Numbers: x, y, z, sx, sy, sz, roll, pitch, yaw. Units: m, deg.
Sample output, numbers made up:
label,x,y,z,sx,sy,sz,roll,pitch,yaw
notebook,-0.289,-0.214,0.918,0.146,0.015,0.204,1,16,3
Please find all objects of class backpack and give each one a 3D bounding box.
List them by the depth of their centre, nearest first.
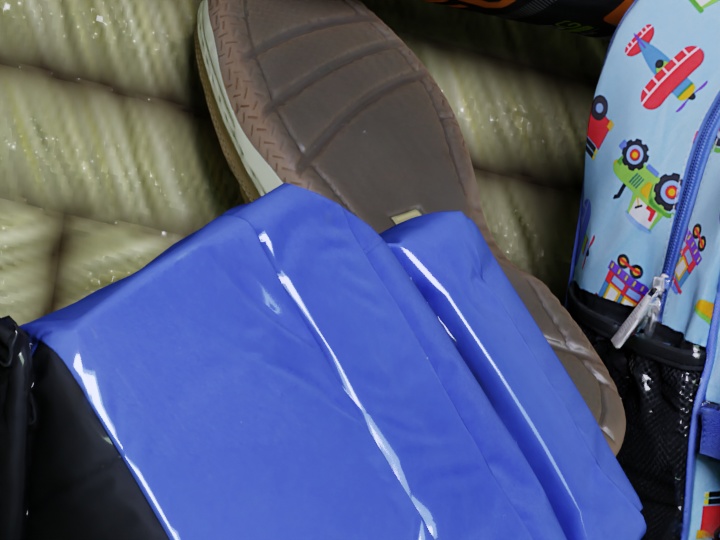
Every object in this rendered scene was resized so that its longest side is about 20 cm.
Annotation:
label,x,y,z,sx,sy,sz,roll,pitch,yaw
backpack,-0.037,0.083,0.731,0.167,0.200,0.163,-24,85,-39
backpack,0.152,0.002,0.842,0.182,0.134,0.201,-3,110,-27

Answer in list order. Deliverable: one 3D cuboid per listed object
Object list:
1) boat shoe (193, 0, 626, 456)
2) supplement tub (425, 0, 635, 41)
label,x,y,z,sx,sy,sz,roll,pitch,yaw
boat shoe,0.000,0.000,0.843,0.071,0.076,0.201,-11,58,-31
supplement tub,0.035,-0.141,0.865,0.199,0.122,0.123,9,72,-26
